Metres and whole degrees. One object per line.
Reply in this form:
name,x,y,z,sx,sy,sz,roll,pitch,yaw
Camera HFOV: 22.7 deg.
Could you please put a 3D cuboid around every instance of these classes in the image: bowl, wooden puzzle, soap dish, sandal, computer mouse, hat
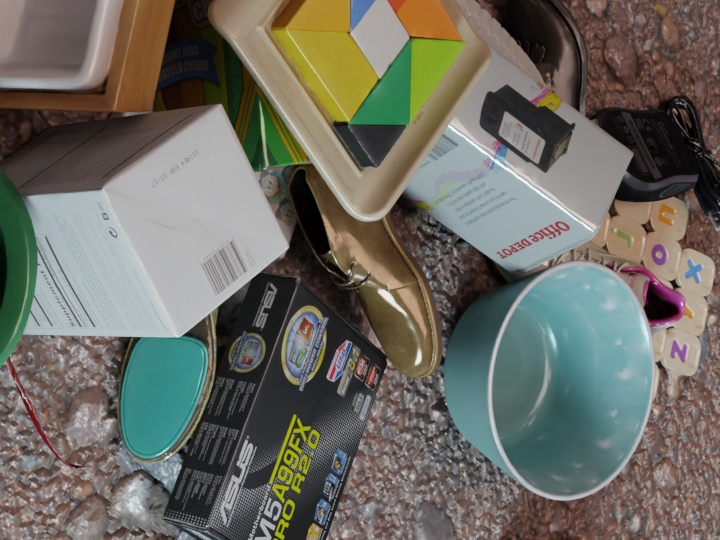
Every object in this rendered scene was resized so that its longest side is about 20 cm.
bowl,0.147,0.089,1.528,0.200,0.105,0.202,-4,96,-40
wooden puzzle,0.003,-0.165,1.254,0.200,0.037,0.185,51,59,-30
soap dish,-0.193,-0.198,1.203,0.081,0.157,0.201,25,73,-56
sandal,0.103,-0.160,1.477,0.203,0.050,0.083,50,40,-29
computer mouse,0.265,-0.099,1.666,0.199,0.053,0.139,-1,64,-47
hat,-0.275,0.025,1.200,0.176,0.165,0.201,53,41,-80

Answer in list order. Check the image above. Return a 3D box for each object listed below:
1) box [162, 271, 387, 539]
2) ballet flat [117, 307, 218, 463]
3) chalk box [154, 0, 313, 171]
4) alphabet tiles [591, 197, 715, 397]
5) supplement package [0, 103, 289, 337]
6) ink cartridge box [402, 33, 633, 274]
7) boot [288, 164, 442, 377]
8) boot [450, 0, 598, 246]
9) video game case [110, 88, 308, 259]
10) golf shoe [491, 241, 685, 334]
box,-0.060,0.124,1.357,0.160,0.044,0.201,45,59,-53
ballet flat,-0.132,0.040,1.310,0.070,0.071,0.201,4,96,-42
chalk box,-0.072,-0.174,1.294,0.124,0.124,0.201,-10,96,-42
alphabet tiles,0.256,0.018,1.686,0.195,0.015,0.201,20,76,-34
supplement package,-0.166,-0.031,1.187,0.114,0.199,0.110,-40,115,-35
ink cartridge box,0.091,-0.098,1.415,0.200,0.146,0.083,35,66,-13
boot,0.000,0.000,1.402,0.075,0.073,0.201,-30,100,-44
boot,0.118,-0.137,1.538,0.174,0.069,0.201,-20,96,-32
video game case,-0.095,-0.136,1.371,0.182,0.024,0.201,32,69,-38
golf shoe,0.204,0.001,1.585,0.199,0.091,0.076,25,75,-27
